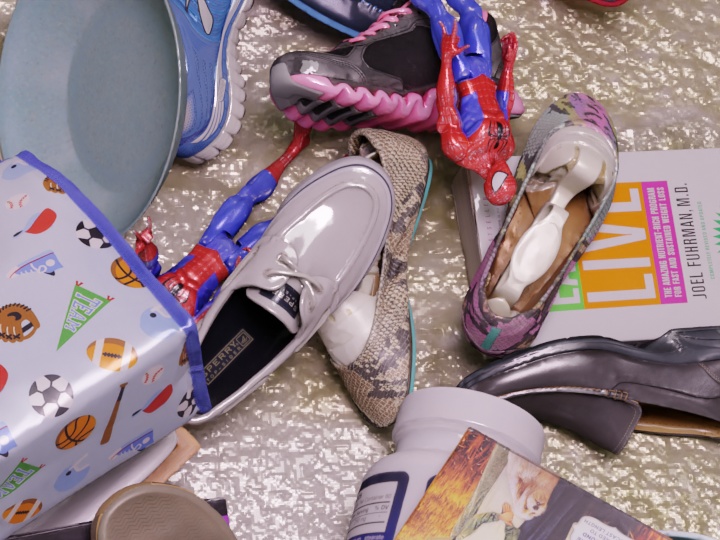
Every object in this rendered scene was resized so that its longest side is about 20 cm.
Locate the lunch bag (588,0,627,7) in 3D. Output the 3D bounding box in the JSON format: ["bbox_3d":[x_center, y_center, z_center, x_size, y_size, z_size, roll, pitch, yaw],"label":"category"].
[{"bbox_3d":[0.126,-0.272,1.669,0.200,0.176,0.082,29,54,26],"label":"lunch bag"}]

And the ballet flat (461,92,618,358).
[{"bbox_3d":[0.124,-0.036,1.567,0.069,0.071,0.200,28,68,-3],"label":"ballet flat"}]

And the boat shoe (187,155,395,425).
[{"bbox_3d":[-0.051,0.015,1.496,0.200,0.066,0.072,-45,100,4],"label":"boat shoe"}]

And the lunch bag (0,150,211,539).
[{"bbox_3d":[-0.209,0.036,1.400,0.170,0.124,0.200,-33,62,-20],"label":"lunch bag"}]

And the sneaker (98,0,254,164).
[{"bbox_3d":[-0.122,-0.176,1.604,0.089,0.078,0.200,19,63,-44],"label":"sneaker"}]

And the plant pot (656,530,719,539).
[{"bbox_3d":[0.176,0.272,1.450,0.200,0.134,0.201,2,64,-5],"label":"plant pot"}]

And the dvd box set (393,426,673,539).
[{"bbox_3d":[0.071,0.205,1.384,0.146,0.029,0.200,29,68,17],"label":"dvd box set"}]

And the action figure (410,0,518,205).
[{"bbox_3d":[0.070,-0.137,1.575,0.065,0.052,0.200,-1,74,-44],"label":"action figure"}]

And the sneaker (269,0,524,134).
[{"bbox_3d":[0.020,-0.142,1.608,0.200,0.079,0.096,0,83,-40],"label":"sneaker"}]

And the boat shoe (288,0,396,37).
[{"bbox_3d":[-0.044,-0.230,1.656,0.200,0.069,0.084,35,23,4],"label":"boat shoe"}]

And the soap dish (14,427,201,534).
[{"bbox_3d":[-0.224,0.097,1.486,0.200,0.081,0.157,43,66,10],"label":"soap dish"}]

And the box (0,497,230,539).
[{"bbox_3d":[-0.133,0.243,1.415,0.143,0.036,0.200,-8,86,-27],"label":"box"}]

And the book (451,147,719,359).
[{"bbox_3d":[0.171,-0.011,1.632,0.200,0.048,0.134,-4,72,-14],"label":"book"}]

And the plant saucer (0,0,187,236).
[{"bbox_3d":[-0.162,-0.113,1.546,0.039,0.201,0.201,0,63,-42],"label":"plant saucer"}]

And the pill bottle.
[{"bbox_3d":[0.046,0.180,1.480,0.116,0.116,0.200,18,65,-2],"label":"pill bottle"}]

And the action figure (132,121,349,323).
[{"bbox_3d":[-0.083,-0.028,1.562,0.065,0.099,0.200,39,68,9],"label":"action figure"}]

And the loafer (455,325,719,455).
[{"bbox_3d":[0.161,0.083,1.571,0.200,0.073,0.072,-6,72,-12],"label":"loafer"}]

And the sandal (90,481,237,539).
[{"bbox_3d":[-0.078,0.205,1.397,0.080,0.054,0.200,-35,100,-26],"label":"sandal"}]

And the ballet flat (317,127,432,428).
[{"bbox_3d":[0.000,0.000,1.569,0.075,0.068,0.200,19,67,-33],"label":"ballet flat"}]
